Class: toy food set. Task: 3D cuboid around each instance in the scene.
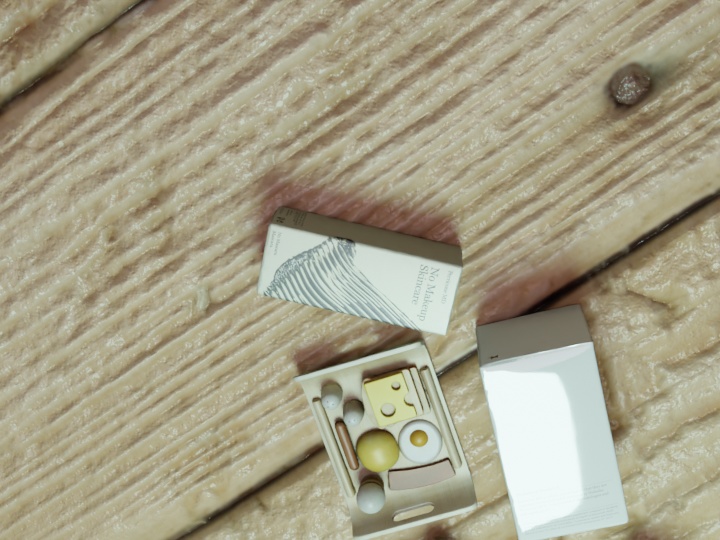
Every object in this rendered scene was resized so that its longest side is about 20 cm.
[{"bbox_3d":[0.027,0.182,1.308,0.143,0.060,0.201,-17,106,9],"label":"toy food set"}]

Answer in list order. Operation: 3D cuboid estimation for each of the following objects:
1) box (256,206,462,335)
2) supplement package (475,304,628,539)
[{"bbox_3d":[0.000,0.000,1.249,0.199,0.068,0.083,12,108,1],"label":"box"},{"bbox_3d":[0.195,0.155,1.260,0.117,0.117,0.201,-12,107,8],"label":"supplement package"}]
